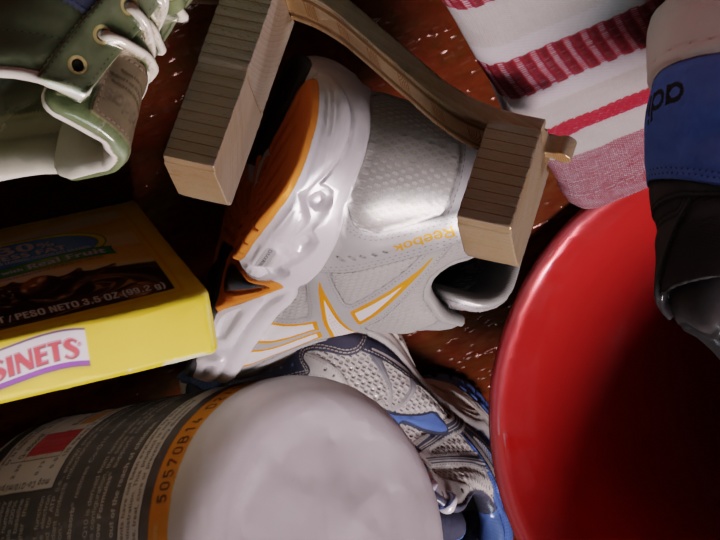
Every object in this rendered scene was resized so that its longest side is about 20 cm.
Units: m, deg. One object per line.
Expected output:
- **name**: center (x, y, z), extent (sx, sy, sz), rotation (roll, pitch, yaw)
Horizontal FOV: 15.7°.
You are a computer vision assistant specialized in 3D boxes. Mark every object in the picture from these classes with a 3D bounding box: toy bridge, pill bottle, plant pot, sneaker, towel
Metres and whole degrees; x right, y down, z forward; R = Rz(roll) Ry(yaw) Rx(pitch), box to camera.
- **toy bridge**: center (-0.036, -0.053, 0.733), extent (0.199, 0.067, 0.027), rotation (12, 158, 14)
- **pill bottle**: center (-0.075, 0.104, 0.930), extent (0.116, 0.117, 0.200), rotation (7, 167, -41)
- **plant pot**: center (0.178, 0.056, 1.014), extent (0.200, 0.201, 0.177), rotation (-37, 157, 29)
- **sneaker**: center (-0.074, -0.064, 0.691), extent (0.200, 0.090, 0.067), rotation (-27, 153, -11)
- **sneaker**: center (0.006, 0.074, 1.020), extent (0.077, 0.085, 0.200), rotation (-33, 149, 22)
- **towel**: center (0.095, -0.089, 0.693), extent (0.144, 0.023, 0.200), rotation (-23, 151, 10)
- **sneaker**: center (0.170, -0.019, 0.656), extent (0.199, 0.112, 0.077), rotation (-1, 160, 14)
- **sneaker**: center (0.000, 0.000, 0.838), extent (0.092, 0.076, 0.200), rotation (16, 163, -7)

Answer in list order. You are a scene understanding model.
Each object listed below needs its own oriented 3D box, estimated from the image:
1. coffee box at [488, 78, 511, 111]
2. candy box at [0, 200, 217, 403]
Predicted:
- **coffee box**: center (0.122, -0.122, 0.760), extent (0.199, 0.080, 0.113), rotation (-20, 151, 0)
- **candy box**: center (-0.154, 0.022, 0.819), extent (0.199, 0.102, 0.027), rotation (-13, 110, -15)
